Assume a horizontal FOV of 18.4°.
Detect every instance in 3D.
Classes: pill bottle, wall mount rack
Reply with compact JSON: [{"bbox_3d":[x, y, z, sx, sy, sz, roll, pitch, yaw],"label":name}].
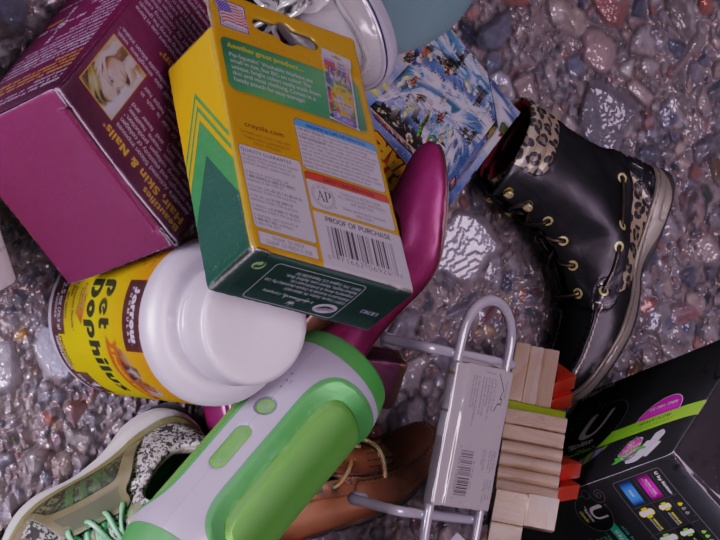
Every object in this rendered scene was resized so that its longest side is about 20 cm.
[{"bbox_3d":[-0.119,0.032,1.459,0.109,0.200,0.110,0,90,-33],"label":"pill bottle"},{"bbox_3d":[0.070,0.116,1.582,0.173,0.074,0.201,14,87,-51],"label":"wall mount rack"}]

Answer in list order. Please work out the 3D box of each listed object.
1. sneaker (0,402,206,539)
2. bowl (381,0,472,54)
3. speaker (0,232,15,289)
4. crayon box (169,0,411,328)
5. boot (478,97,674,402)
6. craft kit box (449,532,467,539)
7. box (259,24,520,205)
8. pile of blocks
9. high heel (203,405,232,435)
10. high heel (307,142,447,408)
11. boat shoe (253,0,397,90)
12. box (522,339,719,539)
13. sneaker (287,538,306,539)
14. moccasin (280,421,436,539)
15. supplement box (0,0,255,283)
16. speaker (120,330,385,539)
[{"bbox_3d":[-0.166,0.167,1.495,0.200,0.088,0.077,-47,114,-23],"label":"sneaker"},{"bbox_3d":[0.011,-0.262,1.557,0.200,0.105,0.202,4,74,-16],"label":"bowl"},{"bbox_3d":[-0.287,-0.073,1.419,0.081,0.081,0.201,-22,102,-31],"label":"speaker"},{"bbox_3d":[-0.047,-0.070,1.392,0.125,0.052,0.201,16,49,-37],"label":"crayon box"},{"bbox_3d":[0.147,-0.018,1.712,0.153,0.073,0.204,29,74,-27],"label":"boot"},{"bbox_3d":[0.047,0.301,1.566,0.198,0.048,0.200,-49,146,-8],"label":"craft kit box"},{"bbox_3d":[0.014,-0.137,1.639,0.200,0.040,0.137,49,65,-24],"label":"box"},{"bbox_3d":[0.130,0.142,1.631,0.062,0.082,0.201,11,45,2],"label":"pile of blocks"},{"bbox_3d":[-0.097,0.030,1.575,0.067,0.096,0.201,9,64,-38],"label":"high heel"},{"bbox_3d":[0.000,0.000,1.585,0.096,0.067,0.201,12,96,-16],"label":"high heel"},{"bbox_3d":[-0.053,-0.192,1.472,0.202,0.074,0.086,55,31,-16],"label":"boat shoe"},{"bbox_3d":[0.235,0.156,1.664,0.124,0.200,0.149,48,51,-10],"label":"box"},{"bbox_3d":[-0.077,0.216,1.521,0.200,0.070,0.094,34,77,-38],"label":"sneaker"},{"bbox_3d":[-0.029,0.145,1.600,0.201,0.074,0.078,-16,107,-24],"label":"moccasin"},{"bbox_3d":[-0.151,-0.109,1.456,0.131,0.103,0.200,55,40,-21],"label":"supplement box"},{"bbox_3d":[-0.069,0.132,1.446,0.200,0.088,0.089,-49,115,-30],"label":"speaker"}]
